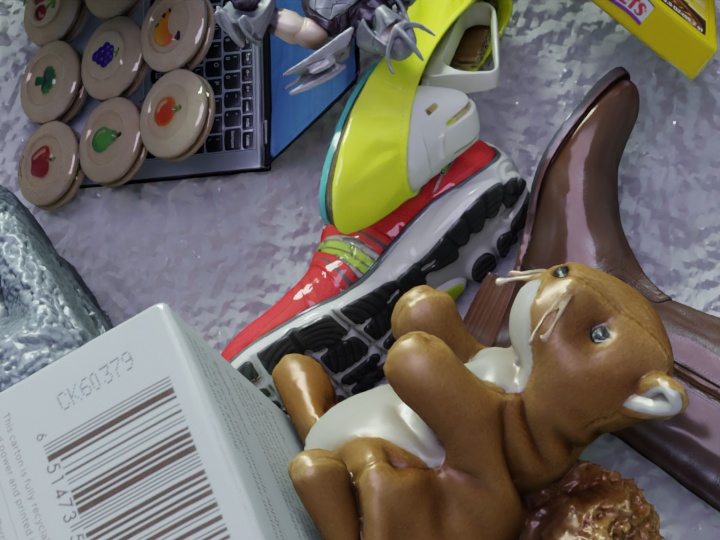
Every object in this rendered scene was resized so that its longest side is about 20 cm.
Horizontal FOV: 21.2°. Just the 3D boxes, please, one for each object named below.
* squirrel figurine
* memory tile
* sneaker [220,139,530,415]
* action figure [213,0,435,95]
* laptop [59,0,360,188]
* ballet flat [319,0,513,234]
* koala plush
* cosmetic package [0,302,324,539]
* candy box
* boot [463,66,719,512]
[{"bbox_3d":[0.078,0.095,0.936,0.186,0.142,0.201,-29,102,3],"label":"squirrel figurine"},{"bbox_3d":[-0.140,-0.143,1.091,0.152,0.017,0.202,-16,67,36],"label":"memory tile"},{"bbox_3d":[0.000,0.000,1.037,0.199,0.077,0.085,-38,51,-8],"label":"sneaker"},{"bbox_3d":[-0.033,-0.176,0.966,0.130,0.069,0.200,-36,75,-16],"label":"action figure"},{"bbox_3d":[-0.090,-0.160,1.070,0.198,0.116,0.189,-5,71,9],"label":"laptop"},{"bbox_3d":[0.037,-0.094,1.015,0.066,0.067,0.201,6,43,17],"label":"ballet flat"},{"bbox_3d":[-0.226,0.070,1.005,0.199,0.178,0.184,-37,58,-2],"label":"koala plush"},{"bbox_3d":[-0.096,0.152,0.910,0.164,0.200,0.166,-29,59,6],"label":"cosmetic package"},{"bbox_3d":[0.105,-0.184,1.010,0.199,0.102,0.026,38,112,-8],"label":"candy box"},{"bbox_3d":[0.172,0.014,0.992,0.199,0.064,0.188,27,92,21],"label":"boot"}]
